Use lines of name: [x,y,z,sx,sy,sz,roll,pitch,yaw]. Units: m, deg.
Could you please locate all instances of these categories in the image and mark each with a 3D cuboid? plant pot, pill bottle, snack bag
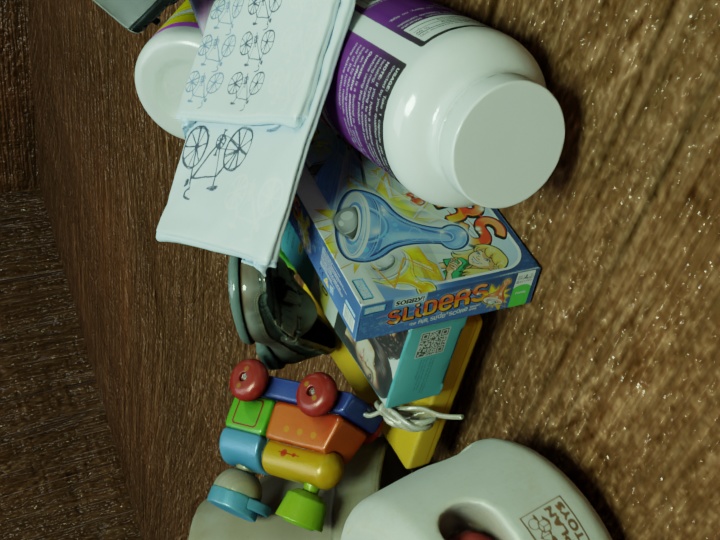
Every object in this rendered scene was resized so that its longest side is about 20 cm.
plant pot: [-0.046,0.245,0.896,0.200,0.172,0.202,-6,-90,-78]
pill bottle: [0.045,-0.112,0.687,0.200,0.112,0.113,-134,39,-54]
snack bag: [-0.085,-0.105,0.747,0.188,0.021,0.202,13,86,54]
pill bottle: [-0.123,-0.208,0.968,0.201,0.103,0.105,-69,-10,-51]

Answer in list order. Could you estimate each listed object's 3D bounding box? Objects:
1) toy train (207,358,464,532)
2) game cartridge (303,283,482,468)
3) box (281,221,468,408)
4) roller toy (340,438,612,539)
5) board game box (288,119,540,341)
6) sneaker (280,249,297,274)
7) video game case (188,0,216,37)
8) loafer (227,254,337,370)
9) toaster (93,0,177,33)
toy train: [-0.026,0.144,0.796,0.199,0.085,0.117,7,70,37]
game cartridge: [0.019,0.028,0.849,0.200,0.032,0.177,53,142,37]
box: [0.000,0.000,0.791,0.200,0.049,0.083,54,143,38]
roller toy: [0.087,0.214,0.702,0.200,0.139,0.184,14,122,59]
board game box: [0.020,-0.044,0.752,0.035,0.134,0.201,101,149,-42]
sneaker: [-0.081,-0.083,0.906,0.074,0.083,0.201,57,177,47]
video game case: [-0.074,-0.242,0.881,0.019,0.142,0.201,84,164,-61]
loafer: [-0.057,0.028,0.814,0.200,0.062,0.073,77,-170,-72]
toaster: [-0.138,-0.306,0.786,0.199,0.118,0.182,-29,41,39]
